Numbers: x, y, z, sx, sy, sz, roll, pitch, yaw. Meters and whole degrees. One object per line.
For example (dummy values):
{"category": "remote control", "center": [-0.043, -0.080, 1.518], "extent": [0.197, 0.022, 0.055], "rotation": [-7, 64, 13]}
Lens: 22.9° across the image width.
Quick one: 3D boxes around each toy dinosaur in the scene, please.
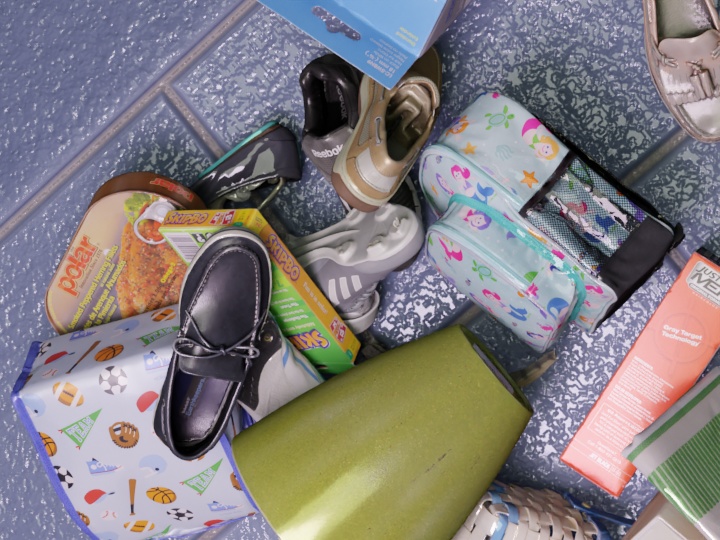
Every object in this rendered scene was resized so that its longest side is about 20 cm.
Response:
{"category": "toy dinosaur", "center": [0.085, 0.099, 1.496], "extent": [0.199, 0.048, 0.088], "rotation": [2, 133, 34]}

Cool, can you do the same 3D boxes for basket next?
{"category": "basket", "center": [0.153, 0.270, 1.472], "extent": [0.199, 0.139, 0.177], "rotation": [20, 100, -24]}

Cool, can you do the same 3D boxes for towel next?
{"category": "towel", "center": [0.301, 0.176, 1.334], "extent": [0.200, 0.152, 0.023], "rotation": [48, 133, 12]}

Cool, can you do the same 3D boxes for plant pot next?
{"category": "plant pot", "center": [0.033, 0.142, 1.408], "extent": [0.200, 0.187, 0.187], "rotation": [-40, 85, 7]}

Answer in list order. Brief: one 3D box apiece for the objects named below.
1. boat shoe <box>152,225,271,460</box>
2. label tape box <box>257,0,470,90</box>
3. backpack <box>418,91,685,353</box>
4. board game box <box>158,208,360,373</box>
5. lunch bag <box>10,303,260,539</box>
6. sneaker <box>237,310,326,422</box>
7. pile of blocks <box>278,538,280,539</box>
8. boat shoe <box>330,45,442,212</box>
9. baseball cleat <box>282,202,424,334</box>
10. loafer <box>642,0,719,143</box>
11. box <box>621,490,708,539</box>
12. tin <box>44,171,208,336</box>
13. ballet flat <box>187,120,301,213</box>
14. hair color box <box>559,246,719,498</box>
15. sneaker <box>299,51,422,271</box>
{"category": "boat shoe", "center": [-0.116, 0.062, 1.404], "extent": [0.074, 0.062, 0.201], "rotation": [14, 109, -17]}
{"category": "label tape box", "center": [0.028, -0.263, 1.439], "extent": [0.144, 0.063, 0.200], "rotation": [34, 60, 9]}
{"category": "backpack", "center": [0.133, -0.040, 1.423], "extent": [0.150, 0.178, 0.200], "rotation": [-42, 81, -10]}
{"category": "board game box", "center": [-0.078, 0.021, 1.481], "extent": [0.095, 0.200, 0.030], "rotation": [0, 49, 36]}
{"category": "lunch bag", "center": [-0.182, 0.142, 1.537], "extent": [0.169, 0.124, 0.201], "rotation": [-16, 114, 12]}
{"category": "sneaker", "center": [-0.077, 0.087, 1.501], "extent": [0.072, 0.073, 0.200], "rotation": [-34, 117, 1]}
{"category": "pile of blocks", "center": [-0.006, 0.308, 1.540], "extent": [0.200, 0.062, 0.082], "rotation": [41, 101, 8]}
{"category": "boat shoe", "center": [0.039, -0.132, 1.439], "extent": [0.072, 0.200, 0.076], "rotation": [32, 135, -16]}
{"category": "baseball cleat", "center": [0.000, 0.000, 1.485], "extent": [0.200, 0.070, 0.106], "rotation": [-11, 134, 48]}
{"category": "loafer", "center": [0.262, -0.201, 1.445], "extent": [0.072, 0.063, 0.201], "rotation": [-15, 90, 13]}
{"category": "box", "center": [0.275, 0.189, 1.390], "extent": [0.078, 0.200, 0.095], "rotation": [42, 130, 7]}
{"category": "tin", "center": [-0.201, -0.004, 1.530], "extent": [0.112, 0.042, 0.200], "rotation": [22, 129, -16]}
{"category": "ballet flat", "center": [-0.135, -0.054, 1.545], "extent": [0.199, 0.073, 0.073], "rotation": [-30, 87, 11]}
{"category": "hair color box", "center": [0.245, 0.081, 1.448], "extent": [0.061, 0.101, 0.200], "rotation": [33, 100, 10]}
{"category": "sneaker", "center": [-0.008, -0.092, 1.495], "extent": [0.066, 0.090, 0.201], "rotation": [-18, 88, 28]}
